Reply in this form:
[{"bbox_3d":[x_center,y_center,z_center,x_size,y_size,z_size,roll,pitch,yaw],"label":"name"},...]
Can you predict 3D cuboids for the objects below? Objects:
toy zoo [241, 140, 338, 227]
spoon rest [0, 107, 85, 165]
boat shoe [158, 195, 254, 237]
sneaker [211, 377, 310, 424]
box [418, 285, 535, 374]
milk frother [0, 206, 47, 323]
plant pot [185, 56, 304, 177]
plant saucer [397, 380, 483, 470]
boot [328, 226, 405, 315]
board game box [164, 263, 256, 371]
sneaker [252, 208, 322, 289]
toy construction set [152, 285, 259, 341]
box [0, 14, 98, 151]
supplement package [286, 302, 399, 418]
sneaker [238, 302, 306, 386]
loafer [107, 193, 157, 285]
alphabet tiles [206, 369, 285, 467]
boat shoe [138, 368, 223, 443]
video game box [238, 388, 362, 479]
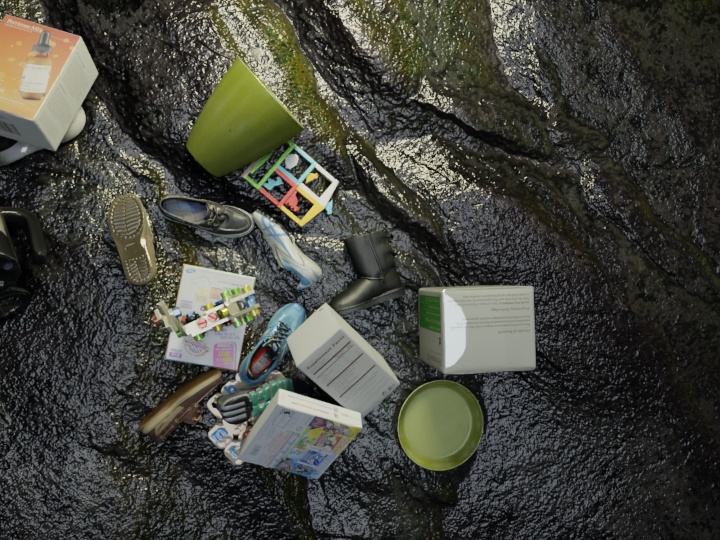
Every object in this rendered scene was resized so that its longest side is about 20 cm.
[{"bbox_3d":[-0.141,-0.188,1.230,0.200,0.020,0.131,40,82,-7],"label":"toy zoo"},{"bbox_3d":[-0.649,-0.279,1.131,0.200,0.061,0.099,-44,97,-22],"label":"spoon rest"},{"bbox_3d":[-0.321,-0.117,1.173,0.200,0.066,0.070,17,86,-9],"label":"boat shoe"},{"bbox_3d":[-0.205,0.259,1.176,0.200,0.087,0.075,-4,97,-35],"label":"sneaker"},{"bbox_3d":[0.240,0.119,1.202,0.199,0.199,0.172,-2,89,-9],"label":"box"},{"bbox_3d":[-0.720,-0.021,1.074,0.200,0.180,0.188,-47,59,20],"label":"milk frother"},{"bbox_3d":[-0.250,-0.290,1.148,0.200,0.187,0.187,-42,96,6],"label":"plant pot"},{"bbox_3d":[0.177,0.345,1.270,0.199,0.031,0.201,0,88,-10],"label":"plant saucer"},{"bbox_3d":[0.000,0.000,1.226,0.198,0.073,0.163,-18,94,-17],"label":"boot"},{"bbox_3d":[-0.312,0.098,1.183,0.153,0.040,0.201,12,87,-10],"label":"board game box"},{"bbox_3d":[-0.166,-0.045,1.199,0.072,0.072,0.200,-40,92,-1],"label":"sneaker"},{"bbox_3d":[-0.295,0.089,1.098,0.199,0.131,0.092,-10,90,-10],"label":"toy construction set"},{"bbox_3d":[-0.624,-0.354,1.068,0.152,0.106,0.200,16,69,-1],"label":"box"},{"bbox_3d":[-0.036,0.186,1.153,0.117,0.117,0.200,-42,117,2],"label":"supplement package"},{"bbox_3d":[-0.174,0.155,1.177,0.078,0.090,0.200,35,74,-7],"label":"sneaker"},{"bbox_3d":[-0.461,-0.058,1.149,0.075,0.068,0.200,-12,75,-12],"label":"loafer"},{"bbox_3d":[-0.221,0.313,1.207,0.200,0.015,0.196,-43,96,-8],"label":"alphabet tiles"},{"bbox_3d":[-0.355,0.281,1.158,0.200,0.072,0.072,-38,104,-3],"label":"boat shoe"},{"bbox_3d":[-0.123,0.335,1.139,0.182,0.047,0.200,24,123,-19],"label":"video game box"}]
